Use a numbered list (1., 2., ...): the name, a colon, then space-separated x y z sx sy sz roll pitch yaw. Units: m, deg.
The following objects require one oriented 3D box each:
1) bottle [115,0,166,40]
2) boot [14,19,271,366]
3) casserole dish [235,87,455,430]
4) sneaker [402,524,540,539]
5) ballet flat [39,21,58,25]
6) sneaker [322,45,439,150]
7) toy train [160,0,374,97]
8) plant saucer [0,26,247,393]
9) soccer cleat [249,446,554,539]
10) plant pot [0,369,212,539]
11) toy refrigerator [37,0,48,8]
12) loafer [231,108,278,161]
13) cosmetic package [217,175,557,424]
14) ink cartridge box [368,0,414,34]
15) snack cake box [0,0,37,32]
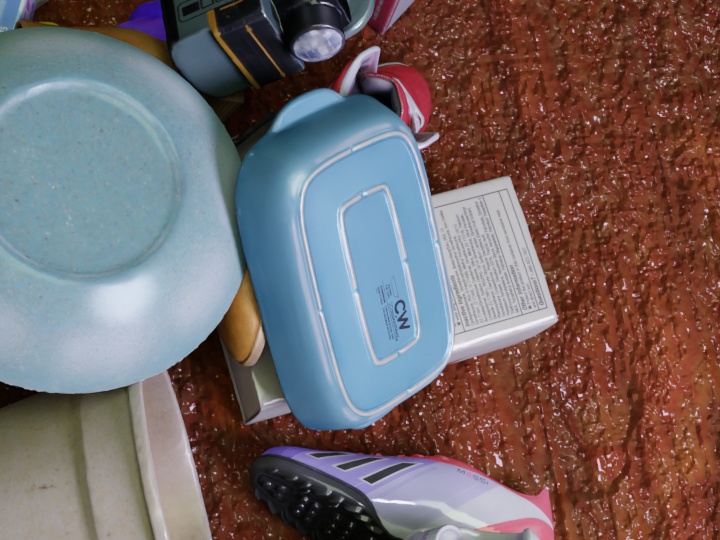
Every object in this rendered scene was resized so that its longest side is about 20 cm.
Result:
1. bottle: -0.143 -0.112 0.867 0.065 0.084 0.201 23 56 8
2. boot: -0.129 -0.042 0.760 0.143 0.071 0.203 1 68 -28
3. casserole dish: 0.000 0.000 0.752 0.121 0.039 0.202 -29 119 -33
4. sneaker: 0.025 0.184 0.802 0.198 0.100 0.075 -10 39 16
5. ballet flat: -0.231 -0.067 0.865 0.066 0.067 0.202 6 70 13
6. sneaker: 0.015 -0.100 0.854 0.071 0.112 0.200 51 41 -5
7. toy train: -0.065 -0.194 0.781 0.113 0.085 0.202 -20 61 12
8. plant saucer: -0.145 -0.040 0.694 0.199 0.039 0.203 7 70 -20
9. soccer cleat: 0.028 0.144 0.860 0.198 0.068 0.074 20 53 -4
10. plant pot: -0.184 0.152 0.757 0.181 0.201 0.203 -13 78 -3
11. toy refrigerator: -0.234 -0.203 0.887 0.200 0.076 0.070 -40 86 -18
12. loafer: -0.121 -0.038 0.871 0.063 0.072 0.200 40 74 8
13. cosmetic package: 0.010 0.020 0.870 0.198 0.087 0.104 -14 80 -15
14. ink cartridge box: -0.022 -0.276 0.912 0.200 0.145 0.084 42 73 2
15. snack cake box: -0.239 -0.217 0.814 0.114 0.067 0.202 14 75 -10
